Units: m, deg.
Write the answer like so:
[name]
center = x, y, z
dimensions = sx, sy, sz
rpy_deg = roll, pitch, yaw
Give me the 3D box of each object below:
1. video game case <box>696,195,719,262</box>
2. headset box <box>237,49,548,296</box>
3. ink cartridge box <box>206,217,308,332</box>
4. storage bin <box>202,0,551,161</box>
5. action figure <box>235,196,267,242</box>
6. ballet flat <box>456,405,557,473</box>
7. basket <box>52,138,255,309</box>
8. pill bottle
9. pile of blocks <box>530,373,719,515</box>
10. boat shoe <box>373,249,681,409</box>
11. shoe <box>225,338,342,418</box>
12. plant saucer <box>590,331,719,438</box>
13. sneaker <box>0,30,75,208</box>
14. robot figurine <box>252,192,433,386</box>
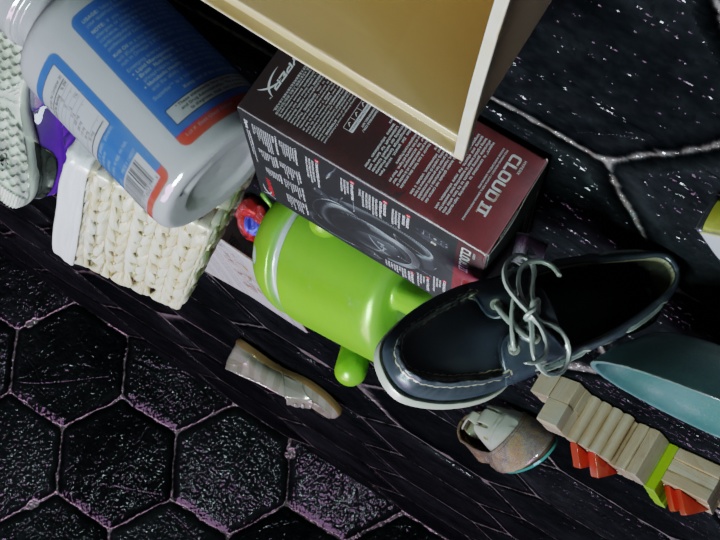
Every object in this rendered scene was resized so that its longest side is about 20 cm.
[video game case]
center = 0.292, 0.041, 0.706
dimensions = 0.181, 0.026, 0.200
rpy_deg = 18, 159, 49
[headset box]
center = 0.029, -0.055, 0.875
dimensions = 0.200, 0.077, 0.149
rpy_deg = 30, 167, 11
[ink cartridge box]
center = -0.135, -0.023, 1.445
dimensions = 0.176, 0.045, 0.200
rpy_deg = 29, 167, 20
[storage bin]
center = -0.010, -0.164, 0.543
dimensions = 0.199, 0.094, 0.200
rpy_deg = 32, 167, 7
[action figure]
center = -0.061, -0.019, 1.287
dimensions = 0.200, 0.052, 0.065
rpy_deg = 32, 171, 17
[ballet flat]
center = 0.146, 0.177, 1.453
dimensions = 0.067, 0.068, 0.200
rpy_deg = 42, 164, -4
[basket]
center = -0.157, -0.071, 1.079
dimensions = 0.123, 0.136, 0.200
rpy_deg = 28, 155, -5
[pill bottle]
center = -0.159, -0.134, 0.928
dimensions = 0.200, 0.112, 0.112
rpy_deg = 47, 169, 10
[pile of blocks]
center = 0.234, 0.168, 1.214
dimensions = 0.200, 0.062, 0.082
rpy_deg = 31, 166, 13
[boat shoe]
center = 0.103, 0.030, 0.801
dimensions = 0.062, 0.200, 0.075
rpy_deg = -47, 58, 60
[shoe]
center = -0.120, 0.179, 2.107
dimensions = 0.200, 0.053, 0.070
rpy_deg = 32, 167, 8
[plant saucer]
center = 0.240, 0.083, 0.827
dimensions = 0.200, 0.036, 0.200
rpy_deg = 25, 175, 2
[sneaker]
center = -0.244, -0.153, 1.085
dimensions = 0.070, 0.100, 0.200
rpy_deg = 30, 122, 34
[robot figurine]
center = 0.000, 0.000, 1.050
dimensions = 0.200, 0.116, 0.176
rpy_deg = 26, 142, 36
